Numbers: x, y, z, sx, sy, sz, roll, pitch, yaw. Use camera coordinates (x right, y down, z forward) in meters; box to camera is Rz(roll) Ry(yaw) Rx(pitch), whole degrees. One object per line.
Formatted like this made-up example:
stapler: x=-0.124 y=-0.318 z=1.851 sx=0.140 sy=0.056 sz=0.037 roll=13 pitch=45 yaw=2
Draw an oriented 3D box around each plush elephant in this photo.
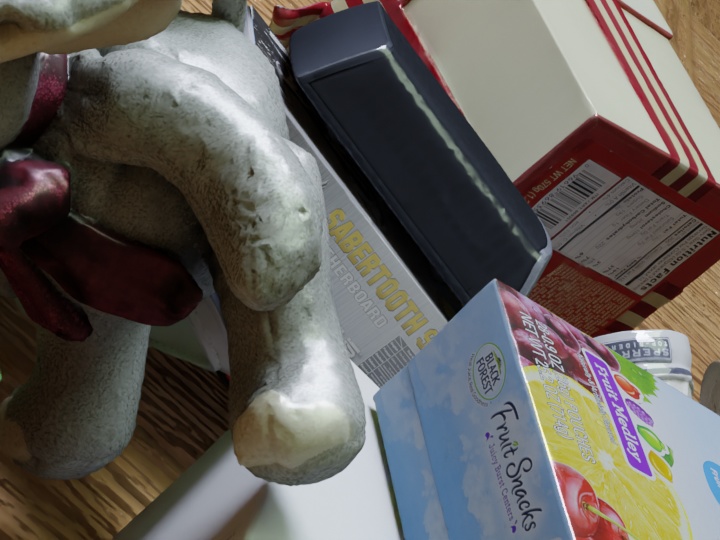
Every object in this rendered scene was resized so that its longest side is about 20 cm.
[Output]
plush elephant: x=-0.097 y=-0.032 z=0.627 sx=0.154 sy=0.201 sz=0.164 roll=3 pitch=2 yaw=-39

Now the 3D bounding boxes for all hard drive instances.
hard drive: x=0.025 y=-0.048 z=0.899 sx=0.135 sy=0.042 sz=0.200 roll=53 pitch=6 yaw=-8

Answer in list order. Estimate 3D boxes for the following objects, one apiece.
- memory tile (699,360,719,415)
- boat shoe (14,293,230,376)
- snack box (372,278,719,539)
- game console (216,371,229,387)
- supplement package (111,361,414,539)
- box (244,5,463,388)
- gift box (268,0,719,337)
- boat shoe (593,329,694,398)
memory tile: x=0.165 y=0.147 z=0.913 sx=0.017 sy=0.154 sz=0.200 roll=-2 pitch=38 yaw=-10
boat shoe: x=-0.090 y=-0.005 z=0.777 sx=0.200 sy=0.066 sz=0.072 roll=39 pitch=-27 yaw=50
snack box: x=0.107 y=0.115 z=0.691 sx=0.200 sy=0.068 sz=0.169 roll=31 pitch=28 yaw=-32
game console: x=-0.046 y=-0.008 z=0.927 sx=0.200 sy=0.031 sz=0.177 roll=61 pitch=9 yaw=31
supplement package: x=-0.024 y=0.132 z=0.673 sx=0.117 sy=0.117 sz=0.200 roll=43 pitch=23 yaw=-9
box: x=0.000 y=0.000 z=0.880 sx=0.200 sy=0.048 sz=0.158 roll=52 pitch=6 yaw=-15
gift box: x=0.065 y=-0.078 z=1.101 sx=0.200 sy=0.184 sz=0.187 roll=31 pitch=28 yaw=-48
boat shoe: x=0.110 y=0.085 z=0.936 sx=0.200 sy=0.071 sz=0.070 roll=92 pitch=-8 yaw=-72
